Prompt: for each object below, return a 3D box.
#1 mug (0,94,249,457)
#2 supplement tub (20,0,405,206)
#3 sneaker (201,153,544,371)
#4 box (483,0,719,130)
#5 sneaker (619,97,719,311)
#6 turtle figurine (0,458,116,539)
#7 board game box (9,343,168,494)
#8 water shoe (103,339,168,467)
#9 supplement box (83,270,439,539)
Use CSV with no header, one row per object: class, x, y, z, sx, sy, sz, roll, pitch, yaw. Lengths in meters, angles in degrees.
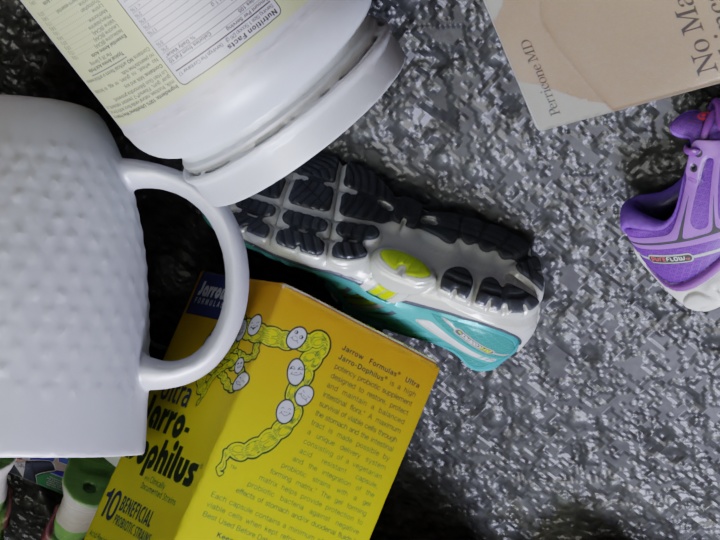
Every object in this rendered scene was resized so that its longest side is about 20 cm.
mug,-0.155,0.005,0.806,0.198,0.148,0.177,1,86,5
supplement tub,-0.084,-0.146,0.744,0.144,0.145,0.200,-26,111,32
sneaker,0.000,0.000,0.859,0.199,0.078,0.080,25,136,3
box,0.159,-0.140,0.700,0.199,0.078,0.095,-15,117,28
sneaker,0.195,-0.059,0.744,0.083,0.081,0.200,41,127,-2
turtle figurine,-0.208,0.166,1.006,0.144,0.200,0.195,39,131,22
board game box,-0.148,0.102,1.008,0.199,0.029,0.135,21,127,6
water shoe,-0.092,0.101,0.925,0.200,0.072,0.079,37,122,-9
supplement box,-0.061,0.115,0.850,0.109,0.201,0.109,28,170,-28
